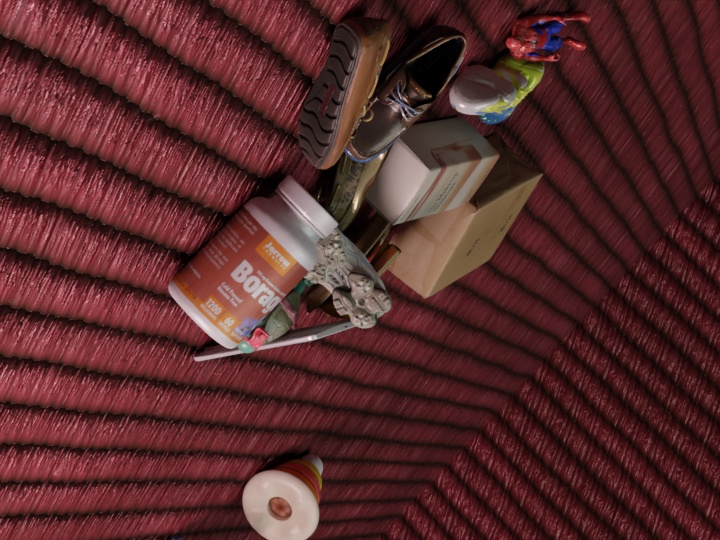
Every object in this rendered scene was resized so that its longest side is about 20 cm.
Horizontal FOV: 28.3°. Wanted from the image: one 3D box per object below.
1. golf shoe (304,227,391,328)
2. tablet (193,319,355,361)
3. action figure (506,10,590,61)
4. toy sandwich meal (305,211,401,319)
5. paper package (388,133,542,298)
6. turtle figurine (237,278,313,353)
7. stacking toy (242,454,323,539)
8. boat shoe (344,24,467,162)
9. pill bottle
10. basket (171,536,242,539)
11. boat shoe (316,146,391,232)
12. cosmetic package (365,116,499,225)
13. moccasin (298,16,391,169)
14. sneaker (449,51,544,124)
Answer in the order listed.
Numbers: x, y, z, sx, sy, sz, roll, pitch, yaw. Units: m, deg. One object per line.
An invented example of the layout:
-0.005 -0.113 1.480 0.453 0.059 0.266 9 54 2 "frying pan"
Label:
-0.039 -0.019 1.822 0.078 0.200 0.097 -33 -163 13 "golf shoe"
-0.112 0.092 1.920 0.199 0.014 0.130 -11 -179 29 "tablet"
0.256 -0.322 1.961 0.199 0.051 0.066 -19 128 -49 "action figure"
0.000 0.000 1.978 0.205 0.070 0.205 -49 -175 6 "toy sandwich meal"
0.153 -0.083 2.164 0.190 0.103 0.201 -29 155 -44 "paper package"
-0.121 0.040 1.850 0.200 0.101 0.150 -48 174 -24 "turtle figurine"
-0.115 0.388 2.591 0.147 0.146 0.200 -56 176 29 "stacking toy"
0.052 -0.213 1.694 0.201 0.072 0.072 -53 -163 -5 "boat shoe"
-0.124 -0.013 1.700 0.200 0.112 0.112 -46 162 1 "pill bottle"
-0.297 0.536 2.435 0.199 0.139 0.177 -21 150 -31 "basket"
-0.014 -0.121 1.814 0.200 0.062 0.073 -61 -178 44 "boat shoe"
0.092 -0.138 1.942 0.199 0.087 0.104 -18 149 -54 "cosmetic package"
-0.016 -0.200 1.617 0.077 0.074 0.202 -16 137 -39 "moccasin"
0.176 -0.230 1.950 0.199 0.076 0.105 -28 156 -44 "sneaker"
